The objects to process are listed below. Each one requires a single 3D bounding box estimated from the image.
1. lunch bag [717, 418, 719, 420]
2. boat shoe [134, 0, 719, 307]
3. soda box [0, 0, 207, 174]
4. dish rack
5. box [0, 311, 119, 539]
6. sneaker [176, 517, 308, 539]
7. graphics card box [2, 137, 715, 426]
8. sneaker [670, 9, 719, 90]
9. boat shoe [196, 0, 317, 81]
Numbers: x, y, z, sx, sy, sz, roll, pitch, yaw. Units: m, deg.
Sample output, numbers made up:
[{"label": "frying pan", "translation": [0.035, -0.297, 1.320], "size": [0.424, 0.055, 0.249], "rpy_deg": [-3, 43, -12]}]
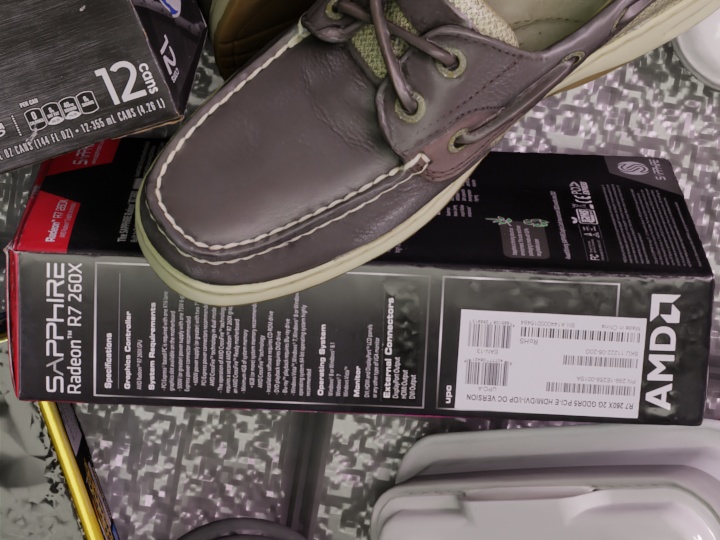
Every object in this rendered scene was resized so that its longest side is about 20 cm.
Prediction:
[{"label": "lunch bag", "translation": [0.192, 0.127, 0.843], "size": [0.199, 0.082, 0.177], "rpy_deg": [-11, 103, 4]}, {"label": "boat shoe", "translation": [0.023, -0.066, 0.719], "size": [0.200, 0.066, 0.072], "rpy_deg": [-32, 68, -11]}, {"label": "soda box", "translation": [-0.148, -0.056, 0.752], "size": [0.199, 0.063, 0.071], "rpy_deg": [-17, 114, 13]}, {"label": "dish rack", "translation": [0.078, 0.147, 0.807], "size": [0.043, 0.171, 0.201], "rpy_deg": [-24, 101, -40]}, {"label": "box", "translation": [-0.172, 0.118, 0.851], "size": [0.199, 0.049, 0.160], "rpy_deg": [-18, 102, 2]}, {"label": "sneaker", "translation": [-0.015, 0.158, 0.853], "size": [0.070, 0.099, 0.201], "rpy_deg": [-19, 131, -1]}, {"label": "graphics card box", "translation": [0.000, 0.000, 0.791], "size": [0.199, 0.126, 0.051], "rpy_deg": [1, 107, -1]}, {"label": "sneaker", "translation": [0.183, -0.113, 0.772], "size": [0.198, 0.130, 0.080], "rpy_deg": [-25, 98, 4]}, {"label": "boat shoe", "translation": [-0.019, -0.114, 0.754], "size": [0.073, 0.200, 0.065], "rpy_deg": [-19, 71, -11]}]
